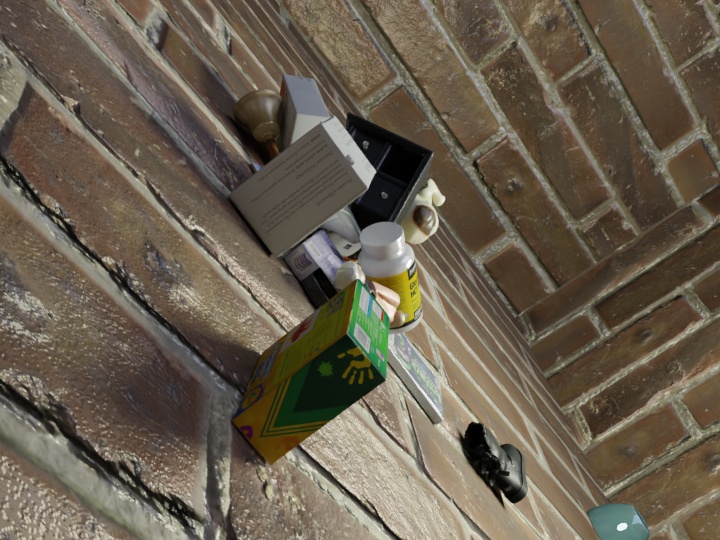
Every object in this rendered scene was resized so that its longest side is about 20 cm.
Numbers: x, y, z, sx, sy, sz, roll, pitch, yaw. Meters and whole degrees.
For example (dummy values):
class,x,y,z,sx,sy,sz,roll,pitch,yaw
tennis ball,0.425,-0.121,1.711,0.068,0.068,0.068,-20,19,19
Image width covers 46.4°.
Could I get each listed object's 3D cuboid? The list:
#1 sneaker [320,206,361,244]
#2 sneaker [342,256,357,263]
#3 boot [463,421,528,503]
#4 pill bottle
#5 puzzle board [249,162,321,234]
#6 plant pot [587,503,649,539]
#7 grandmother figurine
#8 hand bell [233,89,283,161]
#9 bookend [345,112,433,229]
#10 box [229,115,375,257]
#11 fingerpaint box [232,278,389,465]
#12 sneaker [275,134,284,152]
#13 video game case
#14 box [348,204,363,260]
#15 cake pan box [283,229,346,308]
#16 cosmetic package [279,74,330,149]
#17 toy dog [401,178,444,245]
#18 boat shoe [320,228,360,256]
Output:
class,x,y,z,sx,sy,sz,roll,pitch,yaw
sneaker,-0.077,-0.115,1.597,0.200,0.080,0.071,44,17,-24
sneaker,0.000,0.000,1.696,0.073,0.077,0.200,62,15,20
boot,0.284,0.390,1.804,0.163,0.073,0.199,49,14,-14
pill bottle,0.055,0.014,1.620,0.113,0.111,0.202,-106,-176,-56
puzzle board,-0.139,-0.139,1.659,0.152,0.017,0.200,58,13,8
plant pot,0.828,0.815,2.645,0.201,0.134,0.200,52,13,-17
grandmother figurine,0.012,0.035,1.468,0.122,0.060,0.200,54,7,31
hand bell,-0.172,-0.243,1.633,0.104,0.103,0.202,36,28,-57
bookend,0.016,-0.185,1.702,0.198,0.200,0.092,27,-26,9
box,-0.092,-0.147,1.426,0.131,0.199,0.199,53,12,-9
fingerpaint box,-0.050,0.113,0.988,0.074,0.166,0.200,50,12,-11
sneaker,-0.120,-0.237,1.785,0.111,0.077,0.200,34,17,-26
video game case,0.104,0.195,1.712,0.201,0.023,0.182,54,13,-11
box,-0.008,-0.122,1.892,0.201,0.114,0.132,56,15,2
cake pan box,-0.049,0.025,1.504,0.185,0.052,0.200,53,12,-4
cosmetic package,-0.120,-0.309,1.701,0.070,0.102,0.201,5,32,-18
toy dog,0.099,-0.151,1.809,0.193,0.139,0.201,9,48,-49
boat shoe,-0.047,-0.080,1.733,0.066,0.072,0.200,54,13,14
